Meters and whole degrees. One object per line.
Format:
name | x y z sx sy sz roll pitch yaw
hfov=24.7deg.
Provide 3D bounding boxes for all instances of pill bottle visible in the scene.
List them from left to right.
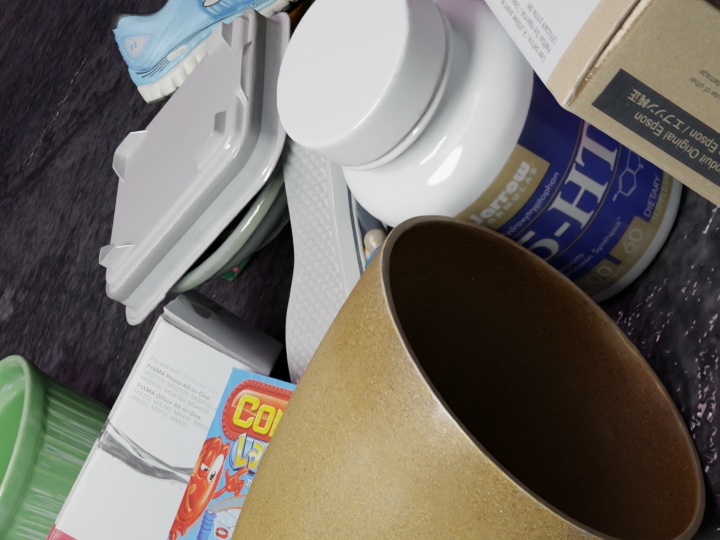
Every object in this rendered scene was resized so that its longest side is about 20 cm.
pill bottle | 0.059 -0.067 0.827 0.119 0.199 0.121 -24 55 39

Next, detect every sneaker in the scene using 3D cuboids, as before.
sneaker | -0.097 -0.211 1.203 0.199 0.090 0.078 -37 6 -4
sneaker | 0.000 0.000 1.049 0.078 0.079 0.202 3 95 53

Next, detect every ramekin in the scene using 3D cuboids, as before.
ramekin | -0.281 0.181 1.368 0.200 0.097 0.201 -42 34 37

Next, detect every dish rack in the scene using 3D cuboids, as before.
dish rack | -0.119 -0.078 1.121 0.200 0.043 0.173 -44 30 35

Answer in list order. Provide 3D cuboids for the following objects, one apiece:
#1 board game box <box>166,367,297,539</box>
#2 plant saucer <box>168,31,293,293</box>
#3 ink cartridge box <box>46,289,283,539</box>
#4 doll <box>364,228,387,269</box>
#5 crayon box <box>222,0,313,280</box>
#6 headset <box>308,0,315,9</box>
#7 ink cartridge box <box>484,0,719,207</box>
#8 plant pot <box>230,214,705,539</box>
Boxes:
board game box | -0.037 0.170 0.944 0.199 0.056 0.197 9 76 53
plant saucer | -0.080 -0.068 1.155 0.200 0.050 0.201 -40 34 35
ink cartridge box | -0.134 0.125 1.112 0.201 0.083 0.145 -62 2 6
doll | 0.063 -0.026 0.971 0.136 0.048 0.202 1 69 38
crayon box | -0.073 -0.106 1.278 0.200 0.058 0.119 -50 30 27
headset | 0.024 -0.173 1.093 0.200 0.122 0.095 140 126 -82
ink cartridge box | 0.142 -0.110 0.773 0.075 0.164 0.201 -53 28 20
plant pot | 0.026 0.110 0.770 0.200 0.185 0.187 -49 31 28
